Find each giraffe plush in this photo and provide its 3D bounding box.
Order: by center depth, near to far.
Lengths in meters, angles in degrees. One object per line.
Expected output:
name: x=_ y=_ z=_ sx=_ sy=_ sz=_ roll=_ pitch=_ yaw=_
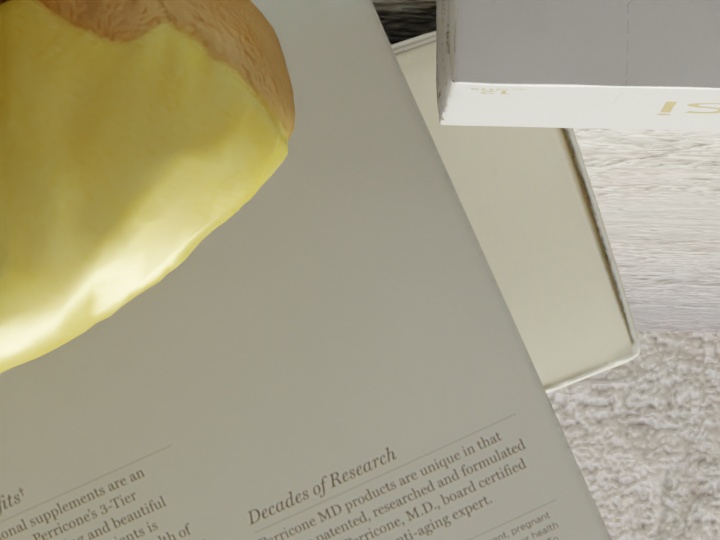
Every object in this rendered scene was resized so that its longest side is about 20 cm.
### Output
giraffe plush: x=-0.135 y=-0.035 z=0.484 sx=0.172 sy=0.201 sz=0.162 roll=8 pitch=152 yaw=48

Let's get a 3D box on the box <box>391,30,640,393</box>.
box: x=0.000 y=0.000 z=0.899 sx=0.127 sy=0.109 sz=0.200 roll=-19 pitch=178 yaw=-4

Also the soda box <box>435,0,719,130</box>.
soda box: x=0.114 y=-0.059 z=0.539 sx=0.199 sy=0.064 sz=0.068 roll=1 pitch=177 yaw=0

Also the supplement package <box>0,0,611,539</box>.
supplement package: x=-0.043 y=0.036 z=0.673 sx=0.151 sy=0.201 sz=0.151 roll=-24 pitch=179 yaw=-5
